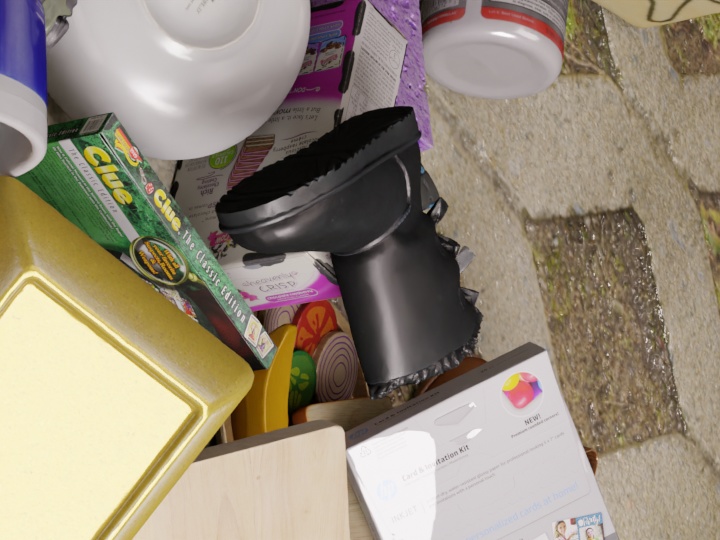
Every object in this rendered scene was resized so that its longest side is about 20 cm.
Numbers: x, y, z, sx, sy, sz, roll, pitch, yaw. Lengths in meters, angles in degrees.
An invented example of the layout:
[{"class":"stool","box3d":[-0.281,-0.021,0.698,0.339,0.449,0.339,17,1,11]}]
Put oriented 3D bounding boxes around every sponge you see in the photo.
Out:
[{"class":"sponge","box3d":[0.005,-0.187,1.714,0.111,0.030,0.201,37,38,-42]}]

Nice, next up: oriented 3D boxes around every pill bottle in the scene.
[{"class":"pill bottle","box3d":[0.111,-0.247,1.854,0.116,0.115,0.201,34,56,-47]}]

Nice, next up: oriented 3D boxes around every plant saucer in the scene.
[{"class":"plant saucer","box3d":[-0.178,0.085,1.267,0.200,0.048,0.200,40,87,-27]}]

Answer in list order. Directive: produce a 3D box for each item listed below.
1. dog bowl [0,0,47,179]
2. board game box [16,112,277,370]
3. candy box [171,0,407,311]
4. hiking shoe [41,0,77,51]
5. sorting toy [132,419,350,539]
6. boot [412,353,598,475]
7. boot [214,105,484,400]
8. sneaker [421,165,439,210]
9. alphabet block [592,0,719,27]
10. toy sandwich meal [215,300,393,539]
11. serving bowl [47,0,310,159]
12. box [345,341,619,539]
[{"class":"dog bowl","box3d":[-0.262,-0.101,1.207,0.200,0.199,0.079,17,68,-53]},{"class":"board game box","box3d":[-0.142,-0.010,1.445,0.200,0.104,0.024,58,45,-31]},{"class":"candy box","box3d":[-0.053,-0.074,1.561,0.061,0.136,0.201,40,52,-42]},{"class":"hiking shoe","box3d":[-0.221,-0.231,1.404,0.100,0.076,0.201,14,66,-50]},{"class":"sorting toy","box3d":[-0.106,0.200,1.411,0.198,0.070,0.201,-12,108,-31]},{"class":"boot","box3d":[0.106,0.134,1.727,0.074,0.154,0.200,58,41,-31]},{"class":"boot","box3d":[-0.001,0.000,1.444,0.198,0.073,0.163,-35,114,-52]},{"class":"sneaker","box3d":[-0.018,-0.058,1.680,0.082,0.073,0.200,65,28,-2]},{"class":"alphabet block","box3d":[0.273,-0.343,2.045,0.200,0.195,0.197,20,69,-53]},{"class":"toy sandwich meal","box3d":[-0.026,0.106,1.617,0.205,0.070,0.206,17,69,-53]},{"class":"serving bowl","box3d":[-0.115,-0.174,1.483,0.199,0.066,0.201,5,80,-26]},{"class":"box","box3d":[0.089,0.173,1.591,0.155,0.041,0.201,-26,105,-10]}]
